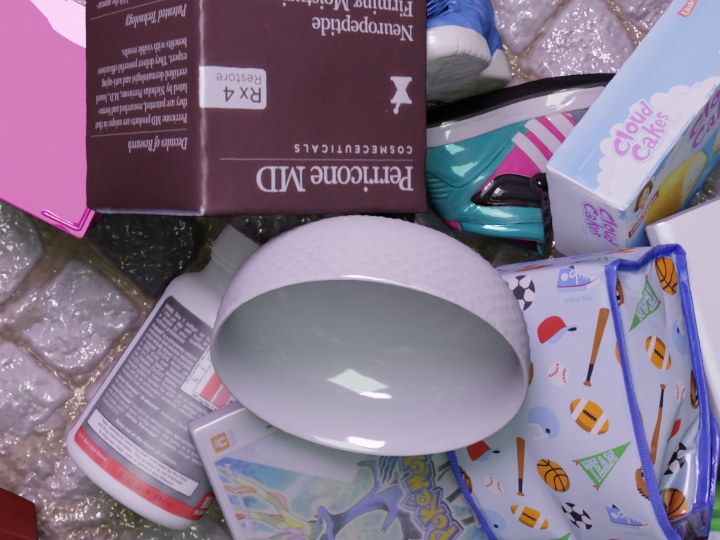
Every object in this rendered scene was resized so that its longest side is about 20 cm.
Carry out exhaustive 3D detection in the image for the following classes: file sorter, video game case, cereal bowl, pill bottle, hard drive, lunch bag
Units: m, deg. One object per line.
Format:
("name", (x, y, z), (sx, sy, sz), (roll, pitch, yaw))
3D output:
("file sorter", (-0.249, -0.130, 0.929), (0.198, 0.125, 0.140), (27, 89, -6))
("video game case", (-0.004, 0.161, 0.928), (0.181, 0.022, 0.202), (-24, 107, -12))
("cereal bowl", (0.009, 0.032, 0.820), (0.198, 0.201, 0.084), (11, 54, -4))
("pill bottle", (-0.113, 0.075, 0.950), (0.115, 0.116, 0.201), (34, 90, -4))
("hard drive", (0.289, 0.041, 0.906), (0.131, 0.026, 0.202), (-21, 93, -10))
("lunch bag", (0.145, 0.093, 0.894), (0.123, 0.169, 0.202), (-13, 93, -47))

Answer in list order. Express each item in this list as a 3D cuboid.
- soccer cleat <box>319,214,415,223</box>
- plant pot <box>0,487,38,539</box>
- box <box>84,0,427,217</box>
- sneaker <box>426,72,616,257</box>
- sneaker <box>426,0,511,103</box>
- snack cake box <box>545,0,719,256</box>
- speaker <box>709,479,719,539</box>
("soccer cleat", (0.000, 0.000, 0.989), (0.068, 0.073, 0.202), (-9, 111, -33))
("plant pot", (-0.320, 0.235, 0.912), (0.174, 0.200, 0.203), (9, 91, -15))
("box", (-0.067, -0.136, 0.820), (0.164, 0.164, 0.203), (-3, 94, -35))
("sneaker", (0.135, -0.075, 0.982), (0.198, 0.084, 0.122), (-16, 107, -18))
("sneaker", (0.052, -0.182, 0.918), (0.076, 0.200, 0.112), (-19, 88, 19))
("snack cake box", (0.216, -0.101, 0.938), (0.067, 0.115, 0.201), (31, 72, 24))
("speaker", (0.229, 0.198, 0.992), (0.197, 0.088, 0.090), (2, 92, -4))
